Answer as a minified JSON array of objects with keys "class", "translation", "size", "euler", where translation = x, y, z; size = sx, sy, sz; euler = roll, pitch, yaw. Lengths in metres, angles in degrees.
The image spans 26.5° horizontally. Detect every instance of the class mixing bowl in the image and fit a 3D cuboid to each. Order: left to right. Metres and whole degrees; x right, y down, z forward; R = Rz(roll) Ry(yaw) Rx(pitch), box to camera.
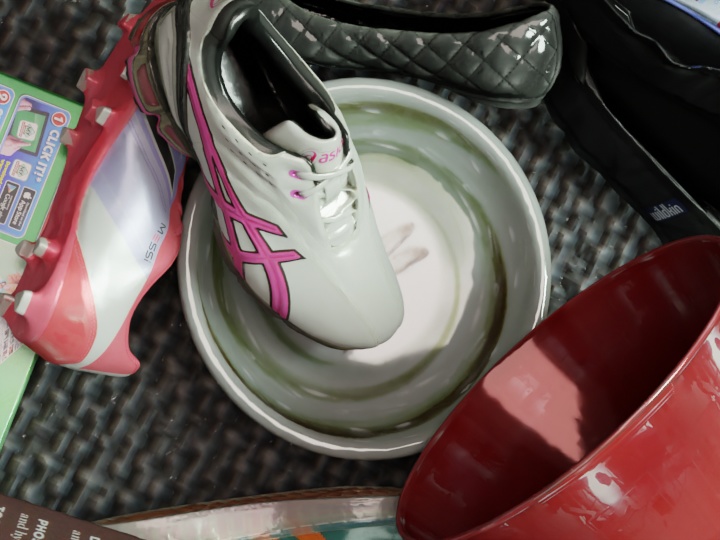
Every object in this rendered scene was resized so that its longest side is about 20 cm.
[{"class":"mixing bowl","translation":[0.125,0.090,0.708],"size":[0.200,0.200,0.108],"euler":[-45,98,-13]}]

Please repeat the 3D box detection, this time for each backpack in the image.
[{"class":"backpack","translation":[0.192,-0.118,0.804],"size":[0.190,0.200,0.154],"euler":[31,70,-3]}]

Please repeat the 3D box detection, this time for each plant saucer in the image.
[{"class":"plant saucer","translation":[0.000,0.000,0.814],"size":[0.199,0.050,0.201],"euler":[2,83,-13]}]

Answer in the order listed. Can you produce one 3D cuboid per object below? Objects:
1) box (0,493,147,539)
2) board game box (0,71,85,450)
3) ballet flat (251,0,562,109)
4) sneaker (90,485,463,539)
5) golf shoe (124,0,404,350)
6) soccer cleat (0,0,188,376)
[{"class":"box","translation":[-0.124,0.228,0.673],"size":[0.199,0.164,0.166],"euler":[19,115,-10]},{"class":"board game box","translation":[-0.217,-0.007,0.780],"size":[0.134,0.029,0.200],"euler":[22,79,-10]},{"class":"ballet flat","translation":[0.010,-0.134,0.805],"size":[0.199,0.066,0.057],"euler":[14,119,10]},{"class":"sneaker","translation":[-0.039,0.155,0.782],"size":[0.199,0.071,0.080],"euler":[-6,87,-6]},{"class":"golf shoe","translation":[-0.034,-0.040,0.723],"size":[0.073,0.092,0.200],"euler":[-43,112,-23]},{"class":"soccer cleat","translation":[-0.113,-0.045,0.766],"size":[0.076,0.067,0.200],"euler":[29,75,-30]}]
